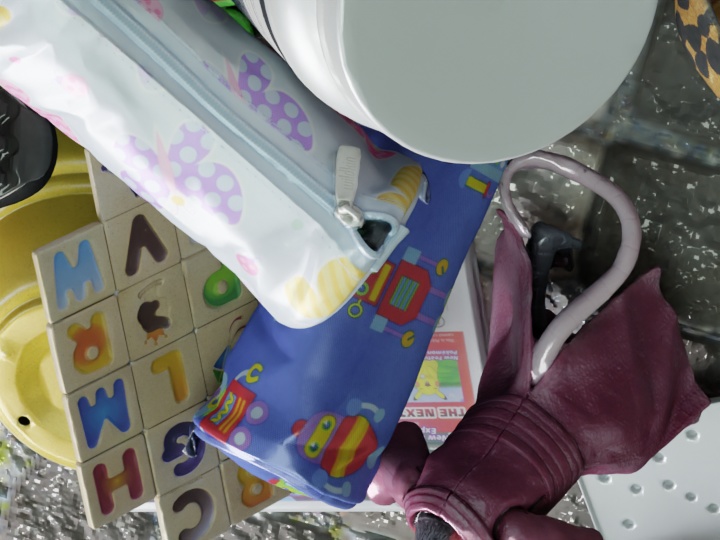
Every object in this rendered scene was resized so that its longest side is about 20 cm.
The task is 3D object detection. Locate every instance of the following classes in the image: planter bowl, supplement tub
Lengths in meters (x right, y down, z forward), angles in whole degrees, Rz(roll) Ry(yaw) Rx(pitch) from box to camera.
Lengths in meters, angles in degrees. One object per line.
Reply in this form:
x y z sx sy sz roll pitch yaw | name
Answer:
-0.110 0.028 1.295 0.199 0.084 0.201 7 125 10 | planter bowl
0.014 -0.135 1.088 0.140 0.200 0.141 -10 119 -18 | supplement tub

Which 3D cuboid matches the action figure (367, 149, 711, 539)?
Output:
0.073 0.076 1.228 0.134 0.200 0.149 24 143 19 | action figure

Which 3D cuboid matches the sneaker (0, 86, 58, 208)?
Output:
-0.187 -0.061 1.250 0.199 0.090 0.070 4 92 39 | sneaker

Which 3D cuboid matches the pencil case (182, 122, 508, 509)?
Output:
0.000 0.000 1.227 0.078 0.087 0.201 24 91 -23 | pencil case

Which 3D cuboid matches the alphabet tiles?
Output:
-0.058 0.019 1.243 0.006 0.166 0.201 26 133 47 | alphabet tiles

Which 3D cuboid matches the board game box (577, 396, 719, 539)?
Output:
0.216 0.130 1.342 0.199 0.026 0.201 -10 120 21 | board game box

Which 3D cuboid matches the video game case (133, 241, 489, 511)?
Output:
-0.038 0.034 1.346 0.199 0.023 0.183 -1 123 14 | video game case

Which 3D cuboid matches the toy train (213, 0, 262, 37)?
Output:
-0.103 -0.116 1.251 0.199 0.042 0.057 -5 112 18 | toy train

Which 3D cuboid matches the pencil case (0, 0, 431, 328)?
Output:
-0.069 -0.064 1.125 0.200 0.091 0.083 39 94 -12 | pencil case

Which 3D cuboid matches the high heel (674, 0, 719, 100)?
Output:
0.187 -0.058 1.128 0.071 0.200 0.143 -36 117 -5 | high heel
